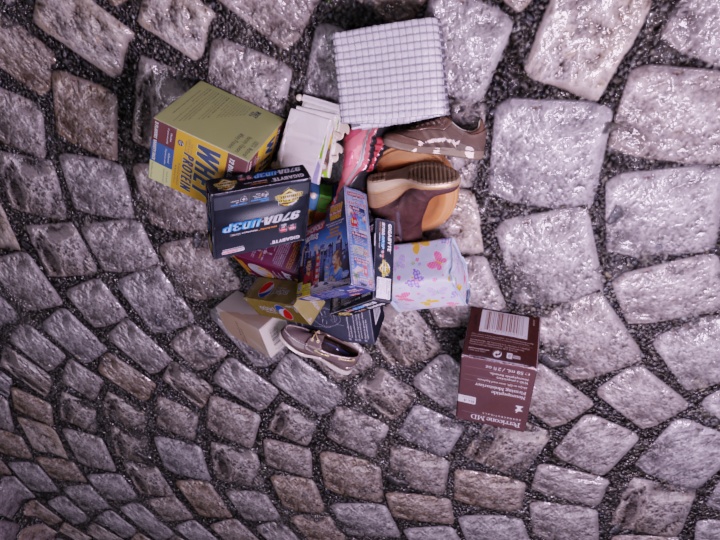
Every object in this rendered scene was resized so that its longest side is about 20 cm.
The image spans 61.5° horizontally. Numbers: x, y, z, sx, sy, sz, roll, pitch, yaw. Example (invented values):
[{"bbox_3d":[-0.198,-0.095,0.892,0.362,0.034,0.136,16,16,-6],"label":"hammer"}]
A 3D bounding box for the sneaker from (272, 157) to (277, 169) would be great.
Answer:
[{"bbox_3d":[-0.187,-0.160,1.335,0.076,0.066,0.204,15,131,16],"label":"sneaker"}]

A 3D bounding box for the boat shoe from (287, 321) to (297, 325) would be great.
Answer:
[{"bbox_3d":[-0.165,0.133,1.544,0.203,0.071,0.062,58,168,-10],"label":"boat shoe"}]

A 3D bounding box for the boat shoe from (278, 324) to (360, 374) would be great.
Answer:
[{"bbox_3d":[-0.094,0.172,1.407,0.197,0.073,0.060,29,126,-9],"label":"boat shoe"}]

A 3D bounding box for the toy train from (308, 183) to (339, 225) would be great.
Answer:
[{"bbox_3d":[-0.111,-0.101,1.323,0.112,0.086,0.203,11,130,-10],"label":"toy train"}]

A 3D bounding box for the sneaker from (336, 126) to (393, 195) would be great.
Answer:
[{"bbox_3d":[-0.004,-0.228,1.213,0.087,0.073,0.203,45,122,30],"label":"sneaker"}]

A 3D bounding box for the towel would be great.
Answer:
[{"bbox_3d":[0.055,-0.344,1.074,0.194,0.085,0.171,-2,104,20],"label":"towel"}]

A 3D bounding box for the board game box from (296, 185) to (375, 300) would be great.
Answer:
[{"bbox_3d":[-0.046,-0.051,1.201,0.061,0.206,0.198,14,163,-35],"label":"board game box"}]

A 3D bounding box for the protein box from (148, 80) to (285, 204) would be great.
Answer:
[{"bbox_3d":[-0.286,-0.248,1.220,0.196,0.200,0.137,24,130,0],"label":"protein box"}]

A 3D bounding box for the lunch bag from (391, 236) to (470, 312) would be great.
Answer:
[{"bbox_3d":[0.142,0.018,1.306,0.165,0.131,0.200,-6,154,20],"label":"lunch bag"}]

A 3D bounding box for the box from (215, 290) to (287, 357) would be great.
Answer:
[{"bbox_3d":[-0.269,0.131,1.520,0.197,0.077,0.097,17,135,44],"label":"box"}]

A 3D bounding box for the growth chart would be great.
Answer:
[{"bbox_3d":[-0.103,-0.248,1.214,0.142,0.018,0.204,27,105,13],"label":"growth chart"}]

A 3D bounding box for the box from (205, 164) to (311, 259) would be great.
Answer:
[{"bbox_3d":[-0.196,-0.113,1.165,0.195,0.046,0.161,-14,139,-24],"label":"box"}]

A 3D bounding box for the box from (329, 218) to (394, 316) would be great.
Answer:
[{"bbox_3d":[0.000,0.000,1.247,0.045,0.164,0.199,10,163,-26],"label":"box"}]

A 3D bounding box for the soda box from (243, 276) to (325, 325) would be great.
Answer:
[{"bbox_3d":[-0.172,0.065,1.341,0.197,0.065,0.068,5,143,47],"label":"soda box"}]

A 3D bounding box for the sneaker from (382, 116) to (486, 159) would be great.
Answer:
[{"bbox_3d":[0.140,-0.258,1.145,0.194,0.071,0.078,7,102,-2],"label":"sneaker"}]

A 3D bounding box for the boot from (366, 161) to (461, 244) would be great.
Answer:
[{"bbox_3d":[0.113,-0.128,1.218,0.194,0.074,0.169,-1,136,19],"label":"boot"}]

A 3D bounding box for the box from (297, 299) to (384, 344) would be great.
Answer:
[{"bbox_3d":[-0.053,0.077,1.434,0.194,0.108,0.152,4,127,16],"label":"box"}]

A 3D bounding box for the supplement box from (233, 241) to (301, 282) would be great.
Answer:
[{"bbox_3d":[-0.177,-0.027,1.356,0.195,0.087,0.111,17,161,23],"label":"supplement box"}]

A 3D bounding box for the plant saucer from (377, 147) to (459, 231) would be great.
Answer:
[{"bbox_3d":[0.104,-0.163,1.247,0.194,0.038,0.204,10,128,13],"label":"plant saucer"}]

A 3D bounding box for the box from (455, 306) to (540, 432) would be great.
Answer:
[{"bbox_3d":[0.310,0.221,1.371,0.161,0.166,0.204,8,128,14],"label":"box"}]
